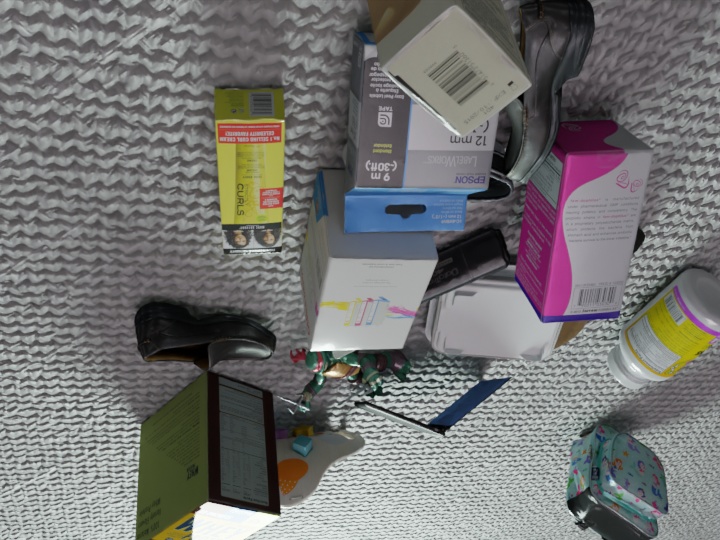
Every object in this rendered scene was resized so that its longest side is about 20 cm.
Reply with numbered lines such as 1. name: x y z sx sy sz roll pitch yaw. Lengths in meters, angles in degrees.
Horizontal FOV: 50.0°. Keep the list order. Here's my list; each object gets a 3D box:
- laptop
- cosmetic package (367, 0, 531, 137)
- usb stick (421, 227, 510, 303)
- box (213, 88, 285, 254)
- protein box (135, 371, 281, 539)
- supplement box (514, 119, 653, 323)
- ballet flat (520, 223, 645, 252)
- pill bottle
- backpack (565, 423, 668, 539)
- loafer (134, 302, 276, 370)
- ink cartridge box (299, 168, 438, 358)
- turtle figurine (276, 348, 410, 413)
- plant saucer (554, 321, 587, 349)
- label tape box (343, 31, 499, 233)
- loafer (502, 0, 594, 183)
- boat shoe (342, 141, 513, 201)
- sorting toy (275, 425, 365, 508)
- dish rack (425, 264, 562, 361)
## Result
1. laptop: 0.105 0.190 1.202 0.195 0.119 0.187 21 168 -2
2. cosmetic package: 0.057 -0.216 0.601 0.070 0.204 0.104 -33 136 29
3. usb stick: 0.101 0.005 1.013 0.196 0.057 0.033 -24 175 17
4. box: -0.117 -0.100 0.830 0.073 0.051 0.202 -2 141 -10
5. protein box: -0.236 0.305 1.187 0.133 0.204 0.197 25 131 -37
6. supplement box: 0.246 -0.056 0.873 0.098 0.104 0.205 -3 120 -8
7. ballet flat: 0.294 -0.029 0.999 0.195 0.070 0.069 7 139 -22
8. pill bottle: 0.463 0.096 1.166 0.102 0.106 0.201 9 139 -23
9. backpack: 0.486 0.396 1.468 0.175 0.202 0.151 33 125 -9
10. loafer: -0.205 0.103 1.034 0.195 0.074 0.073 10 138 -25
11. ink cartridge box: 0.000 0.000 0.920 0.122 0.131 0.202 0 142 -13
12. turtle figurine: -0.023 0.148 1.124 0.147 0.104 0.197 -18 163 39
13. plant saucer: 0.257 0.074 1.153 0.194 0.030 0.202 -6 142 -4
14. label tape box: 0.059 -0.124 0.766 0.139 0.066 0.205 -1 113 -12
15. loafer: 0.170 -0.181 0.784 0.070 0.074 0.204 4 129 -7
16. boat shoe: 0.078 -0.108 0.849 0.195 0.069 0.072 5 140 -19
17. sorting toy: -0.088 0.307 1.301 0.176 0.110 0.199 -11 179 -22
18. dish rack: 0.193 0.067 1.077 0.194 0.044 0.174 5 134 0
